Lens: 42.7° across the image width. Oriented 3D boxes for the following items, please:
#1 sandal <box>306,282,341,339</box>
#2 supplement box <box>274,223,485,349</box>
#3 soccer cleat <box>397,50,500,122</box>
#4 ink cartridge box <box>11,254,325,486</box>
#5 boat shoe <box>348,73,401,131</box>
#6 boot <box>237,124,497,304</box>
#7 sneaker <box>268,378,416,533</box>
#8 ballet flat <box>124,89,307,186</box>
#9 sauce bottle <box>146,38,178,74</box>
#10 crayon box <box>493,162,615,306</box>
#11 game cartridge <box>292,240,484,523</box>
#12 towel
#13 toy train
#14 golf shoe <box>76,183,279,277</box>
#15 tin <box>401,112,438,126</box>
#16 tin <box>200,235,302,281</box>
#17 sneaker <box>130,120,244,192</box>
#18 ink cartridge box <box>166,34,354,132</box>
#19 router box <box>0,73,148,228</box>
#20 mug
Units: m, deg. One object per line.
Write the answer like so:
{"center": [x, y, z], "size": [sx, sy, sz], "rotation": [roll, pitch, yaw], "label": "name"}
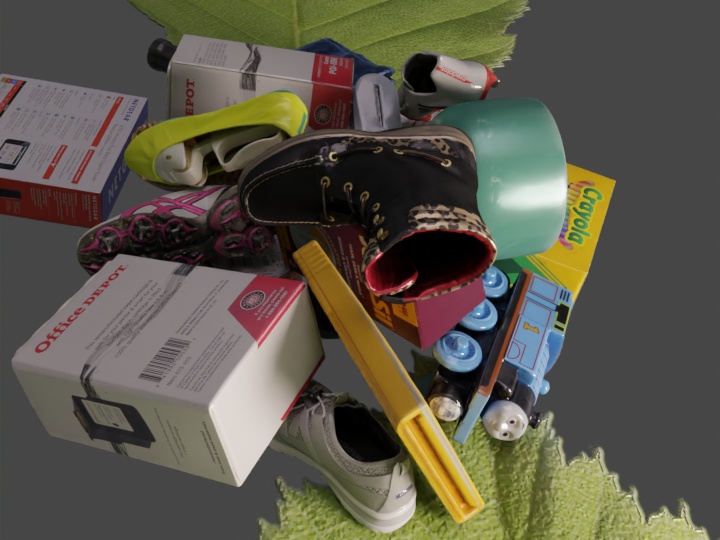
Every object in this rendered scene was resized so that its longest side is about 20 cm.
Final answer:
{"center": [0.000, 0.000, 0.934], "size": [0.074, 0.046, 0.200], "rotation": [27, 42, 19], "label": "sandal"}
{"center": [0.009, -0.032, 0.828], "size": [0.085, 0.112, 0.199], "rotation": [-35, 44, -26], "label": "supplement box"}
{"center": [0.072, -0.202, 0.989], "size": [0.084, 0.070, 0.200], "rotation": [22, 1, -23], "label": "soccer cleat"}
{"center": [-0.150, 0.071, 0.733], "size": [0.197, 0.085, 0.145], "rotation": [7, 40, 27], "label": "ink cartridge box"}
{"center": [0.019, -0.115, 1.001], "size": [0.070, 0.062, 0.204], "rotation": [4, 66, -10], "label": "boat shoe"}
{"center": [0.003, -0.042, 0.698], "size": [0.196, 0.074, 0.152], "rotation": [-6, 37, -3], "label": "boot"}
{"center": [-0.026, 0.119, 0.756], "size": [0.199, 0.083, 0.074], "rotation": [34, 44, 26], "label": "sneaker"}
{"center": [-0.143, -0.117, 0.883], "size": [0.196, 0.067, 0.068], "rotation": [-16, 51, 14], "label": "ballet flat"}
{"center": [-0.183, -0.242, 1.171], "size": [0.197, 0.066, 0.065], "rotation": [25, 41, 20], "label": "sauce bottle"}
{"center": [0.185, -0.063, 1.041], "size": [0.170, 0.059, 0.201], "rotation": [20, 40, 11], "label": "crayon box"}
{"center": [0.019, 0.087, 0.742], "size": [0.032, 0.177, 0.201], "rotation": [-33, 48, -4], "label": "game cartridge"}
{"center": [-0.040, -0.246, 1.179], "size": [0.110, 0.049, 0.200], "rotation": [-25, 37, -16], "label": "towel"}
{"center": [0.126, 0.073, 0.847], "size": [0.113, 0.088, 0.201], "rotation": [23, 40, 6], "label": "toy train"}
{"center": [-0.176, -0.035, 0.874], "size": [0.197, 0.074, 0.092], "rotation": [-15, 25, -30], "label": "golf shoe"}
{"center": [0.092, -0.158, 1.081], "size": [0.196, 0.043, 0.112], "rotation": [-4, 25, 23], "label": "tin"}
{"center": [-0.123, -0.035, 0.957], "size": [0.110, 0.042, 0.201], "rotation": [-2, 41, -21], "label": "tin"}
{"center": [-0.147, -0.114, 0.973], "size": [0.196, 0.077, 0.090], "rotation": [7, 0, 18], "label": "sneaker"}
{"center": [-0.113, -0.170, 1.032], "size": [0.196, 0.149, 0.084], "rotation": [8, 37, -4], "label": "ink cartridge box"}
{"center": [-0.345, -0.136, 1.016], "size": [0.176, 0.049, 0.202], "rotation": [9, 39, -2], "label": "router box"}
{"center": [0.113, -0.080, 0.906], "size": [0.112, 0.185, 0.155], "rotation": [-7, 70, -14], "label": "mug"}
